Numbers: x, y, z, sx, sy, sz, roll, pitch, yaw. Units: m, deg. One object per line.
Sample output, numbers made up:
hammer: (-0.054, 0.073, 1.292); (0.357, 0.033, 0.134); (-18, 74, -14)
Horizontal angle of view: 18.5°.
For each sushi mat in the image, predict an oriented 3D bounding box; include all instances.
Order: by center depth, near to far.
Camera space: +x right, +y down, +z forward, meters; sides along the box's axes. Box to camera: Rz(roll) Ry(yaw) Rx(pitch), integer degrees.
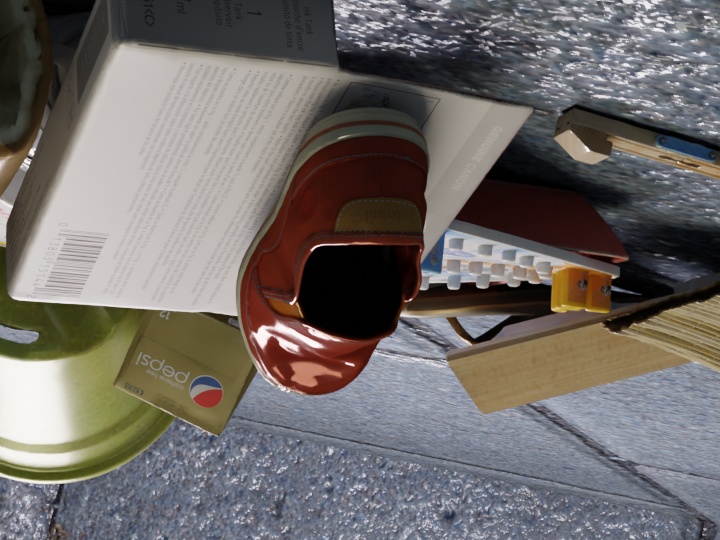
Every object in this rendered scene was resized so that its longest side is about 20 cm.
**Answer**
sushi mat: (0.214, 0.032, 1.239); (0.095, 0.012, 0.200); (-21, 161, 24)

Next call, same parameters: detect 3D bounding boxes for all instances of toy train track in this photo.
toy train track: (0.181, -0.030, 1.002); (0.199, 0.033, 0.115); (16, 171, -12)

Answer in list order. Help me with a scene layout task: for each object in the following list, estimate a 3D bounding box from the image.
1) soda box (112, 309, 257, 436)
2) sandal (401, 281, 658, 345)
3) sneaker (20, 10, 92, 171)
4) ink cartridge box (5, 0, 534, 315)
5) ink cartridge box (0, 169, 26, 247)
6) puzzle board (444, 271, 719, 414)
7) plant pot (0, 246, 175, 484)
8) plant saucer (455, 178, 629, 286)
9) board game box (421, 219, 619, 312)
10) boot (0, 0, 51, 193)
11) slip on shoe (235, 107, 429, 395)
soda box: (-0.078, 0.020, 1.282); (0.067, 0.064, 0.200); (25, -161, 1)
sandal: (0.108, 0.034, 1.348); (0.199, 0.054, 0.080); (6, -175, -22)
sneaker: (-0.106, -0.067, 1.045); (0.114, 0.076, 0.199); (9, 167, 42)
ink cartridge box: (-0.046, -0.045, 0.945); (0.175, 0.045, 0.200); (6, 148, -20)
ink cartridge box: (-0.217, -0.068, 1.174); (0.199, 0.086, 0.147); (11, 170, 30)
puzzle board: (0.153, 0.037, 1.263); (0.199, 0.018, 0.151); (-15, 163, 7)
plant pot: (-0.191, 0.013, 1.347); (0.199, 0.202, 0.184); (13, 163, -2)
plant saucer: (0.016, -0.027, 1.184); (0.198, 0.037, 0.199); (8, 173, -18)
board game box: (0.000, 0.000, 1.127); (0.199, 0.026, 0.199); (-2, 172, 35)
boot: (-0.178, -0.014, 0.934); (0.066, 0.176, 0.200); (-5, 158, -28)
slip on shoe: (-0.011, 0.008, 0.938); (0.073, 0.062, 0.200); (0, 151, -13)
